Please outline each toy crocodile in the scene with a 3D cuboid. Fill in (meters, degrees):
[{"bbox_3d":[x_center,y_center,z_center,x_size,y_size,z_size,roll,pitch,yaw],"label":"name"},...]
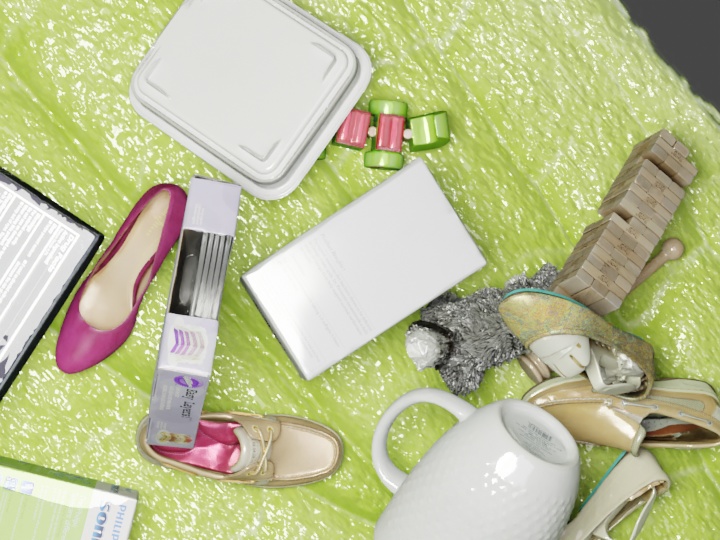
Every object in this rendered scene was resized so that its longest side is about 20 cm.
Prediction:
[{"bbox_3d":[-0.014,-0.135,1.623,0.198,0.062,0.068,6,88,-6],"label":"toy crocodile"}]

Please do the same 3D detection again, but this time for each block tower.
[{"bbox_3d":[0.250,-0.040,1.617,0.054,0.058,0.201,38,64,-10],"label":"block tower"}]

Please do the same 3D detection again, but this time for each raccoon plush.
[{"bbox_3d":[0.129,0.058,1.572,0.133,0.200,0.097,-23,97,14],"label":"raccoon plush"}]

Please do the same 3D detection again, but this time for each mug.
[{"bbox_3d":[0.097,0.194,1.561,0.200,0.147,0.176,39,117,13],"label":"mug"}]

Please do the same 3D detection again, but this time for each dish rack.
[{"bbox_3d":[-0.109,-0.181,1.591,0.199,0.044,0.172,34,87,16],"label":"dish rack"}]

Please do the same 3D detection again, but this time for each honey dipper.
[{"bbox_3d":[0.238,0.036,1.661,0.200,0.038,0.038,-38,93,-7],"label":"honey dipper"}]

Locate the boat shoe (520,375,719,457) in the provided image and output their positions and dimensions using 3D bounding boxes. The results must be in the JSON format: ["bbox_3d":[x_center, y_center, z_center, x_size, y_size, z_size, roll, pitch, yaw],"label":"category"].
[{"bbox_3d":[0.252,0.142,1.629,0.198,0.076,0.072,-2,129,-6],"label":"boat shoe"}]

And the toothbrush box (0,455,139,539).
[{"bbox_3d":[-0.317,0.252,1.572,0.198,0.086,0.147,14,87,-5],"label":"toothbrush box"}]

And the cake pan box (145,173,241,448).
[{"bbox_3d":[-0.149,0.039,1.512,0.052,0.200,0.186,8,63,-6],"label":"cake pan box"}]

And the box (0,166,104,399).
[{"bbox_3d":[-0.367,-0.001,1.551,0.198,0.123,0.201,33,88,-4],"label":"box"}]

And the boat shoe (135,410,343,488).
[{"bbox_3d":[-0.112,0.169,1.603,0.198,0.069,0.074,3,89,-6],"label":"boat shoe"}]

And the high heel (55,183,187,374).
[{"bbox_3d":[-0.226,0.005,1.577,0.067,0.096,0.201,30,83,8],"label":"high heel"}]

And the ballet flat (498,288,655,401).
[{"bbox_3d":[0.202,0.073,1.552,0.199,0.070,0.071,24,86,-41],"label":"ballet flat"}]

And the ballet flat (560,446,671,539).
[{"bbox_3d":[0.221,0.255,1.635,0.069,0.069,0.200,43,86,-4],"label":"ballet flat"}]

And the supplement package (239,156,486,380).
[{"bbox_3d":[0.000,0.000,1.594,0.199,0.117,0.117,-33,91,-5],"label":"supplement package"}]
